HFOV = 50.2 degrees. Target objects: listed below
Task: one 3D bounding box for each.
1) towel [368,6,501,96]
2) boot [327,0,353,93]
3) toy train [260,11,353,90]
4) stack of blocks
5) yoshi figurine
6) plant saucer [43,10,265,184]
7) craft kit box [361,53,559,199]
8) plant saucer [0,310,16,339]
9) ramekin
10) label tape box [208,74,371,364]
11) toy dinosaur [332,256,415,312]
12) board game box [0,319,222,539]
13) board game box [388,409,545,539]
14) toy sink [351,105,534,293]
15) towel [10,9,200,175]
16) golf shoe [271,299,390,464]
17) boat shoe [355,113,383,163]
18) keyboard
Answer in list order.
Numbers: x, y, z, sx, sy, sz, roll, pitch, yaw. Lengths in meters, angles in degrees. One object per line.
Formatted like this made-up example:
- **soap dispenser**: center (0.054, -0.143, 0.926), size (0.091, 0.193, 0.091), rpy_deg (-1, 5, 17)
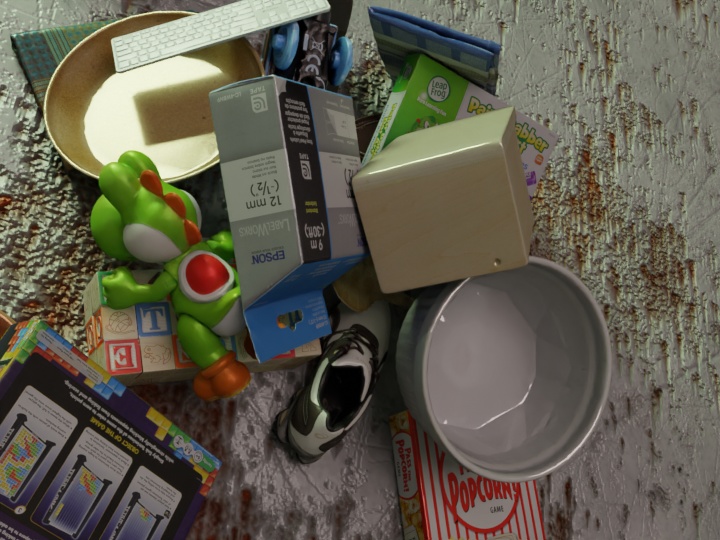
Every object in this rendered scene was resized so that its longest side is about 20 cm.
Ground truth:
- **towel**: center (0.086, -0.231, 0.848), size (0.145, 0.200, 0.024), rpy_deg (22, 90, 9)
- **boot**: center (-0.066, -0.222, 0.846), size (0.073, 0.075, 0.204), rpy_deg (23, 79, -29)
- **toy train**: center (-0.071, -0.154, 0.747), size (0.085, 0.114, 0.204), rpy_deg (9, 92, -30)
- **stack of blocks**: center (-0.142, 0.035, 0.695), size (0.197, 0.058, 0.117), rpy_deg (-2, 73, -33)
- **yoshi figurine**: center (-0.149, 0.001, 0.625), size (0.202, 0.111, 0.113), rpy_deg (59, 13, -15)
- **plant saucer**: center (-0.181, -0.150, 0.694), size (0.196, 0.036, 0.204), rpy_deg (0, 61, 0)
- **craft kit box**: center (0.100, -0.102, 0.853), size (0.197, 0.048, 0.201), rpy_deg (22, 90, -23)
- **plant saucer**: center (-0.329, 0.112, 0.562), size (0.197, 0.037, 0.204), rpy_deg (12, 66, -29)
- **ramekin**: center (0.127, 0.086, 0.727), size (0.196, 0.105, 0.205), rpy_deg (0, 91, -20)
- **label tape box**: center (-0.044, -0.041, 0.616), size (0.143, 0.065, 0.204), rpy_deg (-12, 92, -67)
- **toy dinosaur**: center (0.000, 0.000, 0.771), size (0.198, 0.058, 0.103), rpy_deg (25, 46, -35)
- **board game box**: center (-0.216, 0.164, 0.565), size (0.200, 0.056, 0.167), rpy_deg (49, 52, -31)
- **board game box**: center (0.113, 0.243, 0.782), size (0.149, 0.046, 0.204), rpy_deg (3, 70, -31)
- **toy sink**: center (0.087, -0.068, 0.708), size (0.200, 0.128, 0.114), rpy_deg (-56, 132, -66)
- **towel**: center (-0.219, -0.181, 0.756), size (0.198, 0.022, 0.149), rpy_deg (-22, 83, -34)
- **golf shoe**: center (-0.005, 0.090, 0.740), size (0.077, 0.094, 0.202), rpy_deg (35, 55, -14)
- **boat shoe**: center (0.063, -0.161, 0.892), size (0.197, 0.072, 0.073), rpy_deg (-10, 77, -34)
- **keyboard**: center (-0.127, -0.221, 0.694), size (0.197, 0.011, 0.057), rpy_deg (-19, 44, -6)
